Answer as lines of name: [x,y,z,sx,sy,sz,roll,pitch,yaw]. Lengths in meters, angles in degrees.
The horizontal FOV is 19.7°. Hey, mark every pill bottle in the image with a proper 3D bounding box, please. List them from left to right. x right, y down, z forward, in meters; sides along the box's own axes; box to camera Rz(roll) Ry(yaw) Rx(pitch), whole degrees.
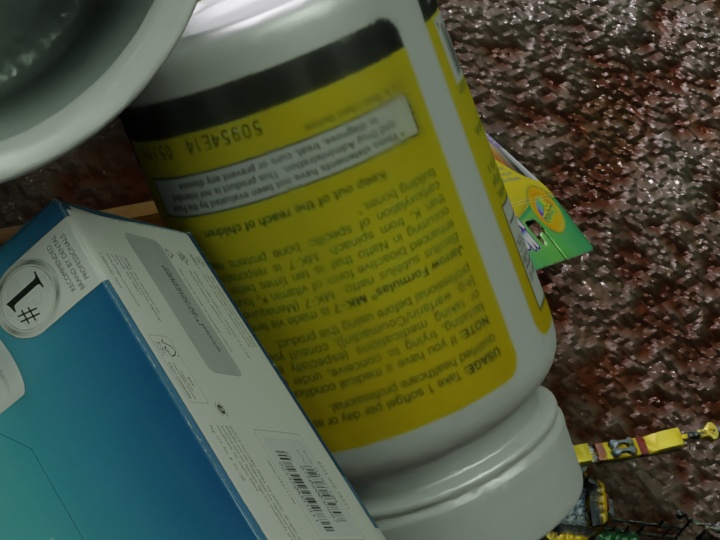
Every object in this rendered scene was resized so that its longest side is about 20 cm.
pill bottle: [0.000,0.000,0.705,0.114,0.114,0.201,-31,107,-32]

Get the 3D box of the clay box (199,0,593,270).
clay box: [-0.002,-0.058,0.828,0.200,0.048,0.115,44,19,12]

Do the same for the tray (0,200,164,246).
tray: [-0.091,0.026,0.779,0.199,0.037,0.099,-11,55,-26]

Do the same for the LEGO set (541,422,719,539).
LEGO set: [0.144,0.121,0.748,0.198,0.116,0.155,15,54,-8]

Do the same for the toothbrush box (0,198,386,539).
toothbrush box: [-0.105,0.100,0.628,0.147,0.200,0.085,55,16,20]

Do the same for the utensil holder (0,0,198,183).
utensil holder: [-0.137,-0.116,0.627,0.168,0.200,0.172,-2,98,-11]
